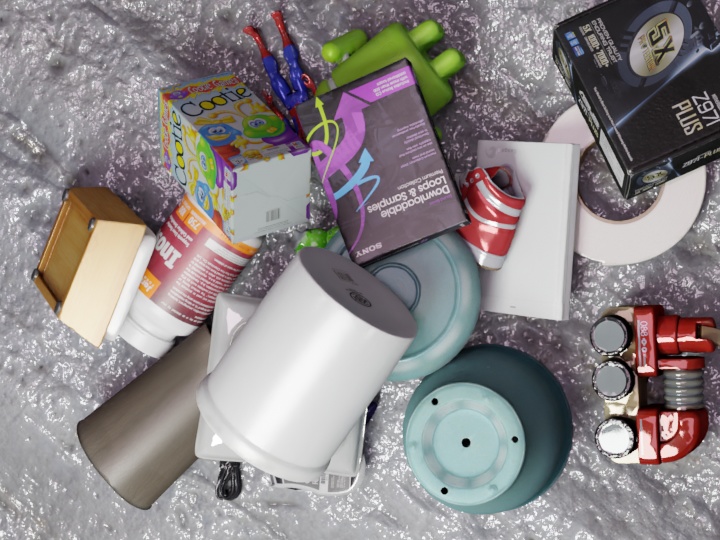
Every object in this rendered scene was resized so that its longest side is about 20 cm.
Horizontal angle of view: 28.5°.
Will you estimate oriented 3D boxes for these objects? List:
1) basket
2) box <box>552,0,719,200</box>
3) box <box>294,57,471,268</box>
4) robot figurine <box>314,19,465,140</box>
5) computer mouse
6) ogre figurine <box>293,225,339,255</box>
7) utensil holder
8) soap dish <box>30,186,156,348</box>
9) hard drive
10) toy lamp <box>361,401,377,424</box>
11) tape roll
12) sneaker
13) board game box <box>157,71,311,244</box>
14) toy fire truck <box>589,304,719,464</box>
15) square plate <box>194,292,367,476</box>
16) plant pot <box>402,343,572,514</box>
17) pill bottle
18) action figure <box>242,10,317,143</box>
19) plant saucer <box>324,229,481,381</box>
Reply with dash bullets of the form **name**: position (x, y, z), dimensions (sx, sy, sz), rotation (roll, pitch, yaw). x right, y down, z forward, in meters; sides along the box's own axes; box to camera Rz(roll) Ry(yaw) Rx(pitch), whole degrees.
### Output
- **basket**: position (-0.226, 0.172, 1.731), dimensions (0.200, 0.180, 0.136), rotation (-41, 99, 2)
- **box**: position (0.328, -0.208, 1.587), dimensions (0.163, 0.086, 0.201), rotation (-23, 72, 0)
- **box**: position (0.025, -0.120, 1.601), dimensions (0.142, 0.036, 0.201), rotation (-22, 83, 11)
- **robot figurine**: position (0.028, -0.212, 1.683), dimensions (0.200, 0.116, 0.176), rotation (-38, 89, 11)
- **computer mouse**: position (-0.082, 0.238, 1.749), dimensions (0.198, 0.044, 0.111), rotation (4, 86, 20)
- **ogre figurine**: position (0.000, 0.000, 1.701), dimensions (0.199, 0.098, 0.121), rotation (-5, 99, 24)
- **utensil holder**: position (-0.055, 0.100, 1.540), dimensions (0.170, 0.170, 0.200), rotation (40, 108, 11)
- **soap dish**: position (-0.331, -0.013, 1.737), dimensions (0.081, 0.200, 0.158), rotation (20, 97, -28)
- **hard drive**: position (0.190, -0.049, 1.658), dimensions (0.131, 0.026, 0.202), rotation (7, 96, 39)
- **toy lamp**: position (-0.072, 0.124, 1.738), dimensions (0.199, 0.058, 0.058), rotation (35, 98, 12)
- **tape roll**: position (0.302, -0.106, 1.654), dimensions (0.201, 0.037, 0.205), rotation (0, 89, 14)
- **sneaker**: position (0.107, -0.098, 1.661), dimensions (0.200, 0.071, 0.113), rotation (36, 117, 25)
- **board game box**: position (-0.151, -0.137, 1.673), dimensions (0.200, 0.104, 0.104), rotation (45, 143, 42)
- **toy fire truck**: position (0.374, 0.125, 1.604), dimensions (0.199, 0.128, 0.178), rotation (-3, 89, 24)
- **square plate**: position (-0.083, 0.137, 1.664), dimensions (0.198, 0.028, 0.200), rotation (8, 95, -7)
- **plant pot**: position (0.134, 0.190, 1.617), dimensions (0.198, 0.188, 0.202), rotation (0, 90, 14)
- **pill bottle**: position (-0.218, 0.005, 1.746), dimensions (0.113, 0.113, 0.200), rotation (38, 98, 11)
- **action figure**: position (-0.083, -0.217, 1.749), dimensions (0.065, 0.052, 0.201), rotation (-25, 86, 9)
- **plant saucer**: position (0.038, 0.025, 1.620), dimensions (0.198, 0.027, 0.202), rotation (-1, 85, 11)
